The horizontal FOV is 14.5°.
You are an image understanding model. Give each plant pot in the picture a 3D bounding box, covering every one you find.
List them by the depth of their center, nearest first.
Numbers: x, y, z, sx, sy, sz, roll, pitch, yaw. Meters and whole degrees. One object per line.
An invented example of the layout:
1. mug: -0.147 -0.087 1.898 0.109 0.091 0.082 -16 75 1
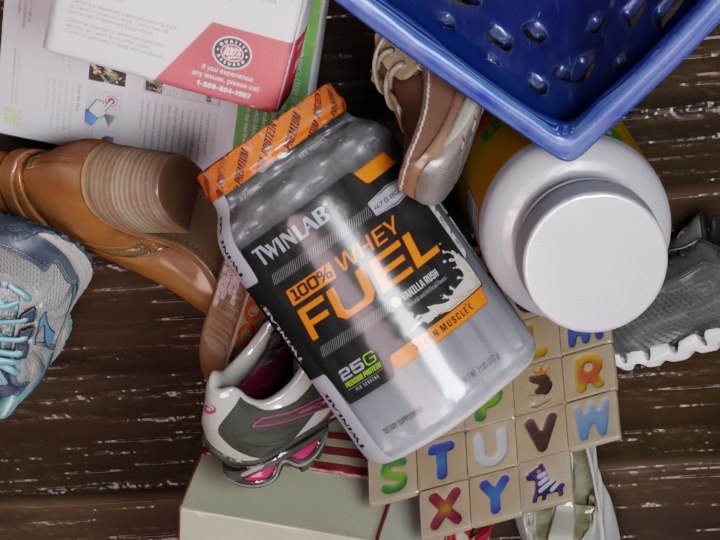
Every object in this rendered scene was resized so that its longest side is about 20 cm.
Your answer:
1. plant pot: 0.107 -0.216 1.560 0.200 0.180 0.200 35 121 -15

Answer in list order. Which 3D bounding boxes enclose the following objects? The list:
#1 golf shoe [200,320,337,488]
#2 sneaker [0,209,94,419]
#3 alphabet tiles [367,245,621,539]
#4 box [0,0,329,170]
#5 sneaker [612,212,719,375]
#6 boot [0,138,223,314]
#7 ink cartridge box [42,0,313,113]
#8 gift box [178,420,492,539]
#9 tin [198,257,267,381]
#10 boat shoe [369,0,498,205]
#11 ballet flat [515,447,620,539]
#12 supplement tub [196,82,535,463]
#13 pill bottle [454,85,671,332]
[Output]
1. golf shoe: -0.012 0.050 1.719 0.077 0.200 0.088 40 157 31
2. sneaker: -0.218 0.033 1.780 0.077 0.087 0.200 20 153 5
3. alphabet tiles: 0.078 0.066 1.736 0.166 0.201 0.006 -17 143 21
4. box: -0.123 -0.134 1.744 0.199 0.036 0.145 13 122 5
5. sneaker: 0.202 0.010 1.751 0.199 0.066 0.091 -9 100 27
6. boot: -0.144 -0.023 1.793 0.154 0.074 0.200 4 148 31
7. ink cartridge box: -0.088 -0.211 1.639 0.146 0.083 0.201 16 107 2
8. gift box: -0.013 0.175 1.815 0.186 0.185 0.201 10 129 7
9. tin: -0.038 -0.001 1.754 0.042 0.112 0.201 33 114 35
10. boat shoe: 0.039 -0.113 1.628 0.071 0.200 0.076 17 130 -2
11. ballet flat: 0.129 0.147 1.841 0.069 0.070 0.201 -2 120 12
12. supplement tub: 0.000 0.000 1.632 0.122 0.123 0.200 -34 94 26
13. pill bottle: 0.119 -0.037 1.644 0.110 0.200 0.112 -2 109 -6
